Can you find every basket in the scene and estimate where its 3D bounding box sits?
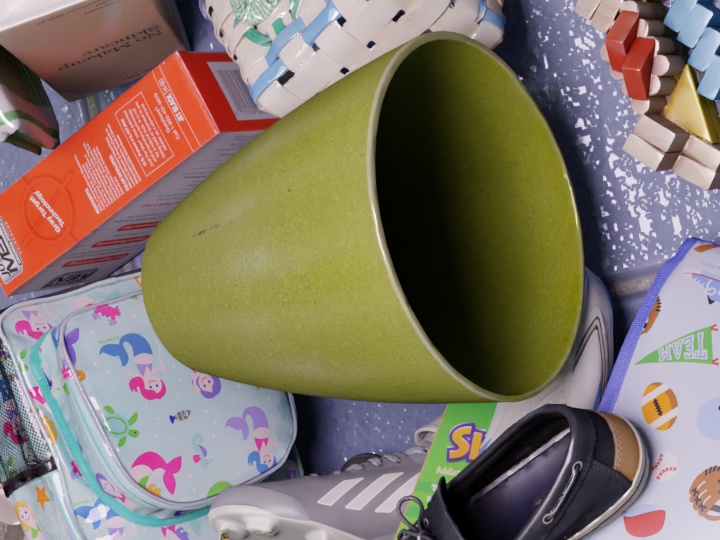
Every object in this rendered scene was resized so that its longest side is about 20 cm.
[{"bbox_3d":[-0.005,-0.182,1.010,0.176,0.139,0.201,-42,40,27],"label":"basket"}]

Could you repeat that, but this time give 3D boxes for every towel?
[{"bbox_3d":[-0.226,-0.167,1.034,0.023,0.153,0.201,-19,91,0],"label":"towel"}]

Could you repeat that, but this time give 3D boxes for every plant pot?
[{"bbox_3d":[-0.015,-0.009,0.939,0.199,0.187,0.188,-14,88,36],"label":"plant pot"}]

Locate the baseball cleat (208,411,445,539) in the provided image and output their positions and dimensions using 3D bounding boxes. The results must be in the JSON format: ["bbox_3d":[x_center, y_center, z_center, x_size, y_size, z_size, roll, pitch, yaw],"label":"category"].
[{"bbox_3d":[0.015,0.128,1.026,0.199,0.070,0.107,10,60,-6],"label":"baseball cleat"}]

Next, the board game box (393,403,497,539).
[{"bbox_3d":[0.068,0.149,0.968,0.095,0.201,0.030,22,152,4],"label":"board game box"}]

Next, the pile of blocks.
[{"bbox_3d":[0.156,-0.140,0.949,0.082,0.062,0.201,-25,82,31],"label":"pile of blocks"}]

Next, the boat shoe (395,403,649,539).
[{"bbox_3d":[0.052,0.134,0.875,0.200,0.062,0.075,-42,44,17],"label":"boat shoe"}]

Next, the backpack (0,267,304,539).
[{"bbox_3d":[-0.127,0.100,1.075,0.150,0.177,0.201,-21,86,53],"label":"backpack"}]

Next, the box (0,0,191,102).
[{"bbox_3d":[-0.167,-0.168,1.055,0.095,0.200,0.078,-20,84,2],"label":"box"}]

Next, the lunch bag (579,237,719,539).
[{"bbox_3d":[0.213,0.091,0.901,0.169,0.124,0.201,15,78,31],"label":"lunch bag"}]

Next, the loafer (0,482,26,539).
[{"bbox_3d":[-0.244,0.177,1.227,0.072,0.063,0.201,15,103,30],"label":"loafer"}]

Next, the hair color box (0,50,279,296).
[{"bbox_3d":[-0.141,-0.061,1.117,0.200,0.101,0.061,-35,78,29],"label":"hair color box"}]

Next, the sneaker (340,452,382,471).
[{"bbox_3d":[-0.003,0.212,1.061,0.066,0.090,0.201,9,101,15],"label":"sneaker"}]

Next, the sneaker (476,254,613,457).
[{"bbox_3d":[0.102,0.090,0.959,0.072,0.072,0.201,-7,60,43],"label":"sneaker"}]
